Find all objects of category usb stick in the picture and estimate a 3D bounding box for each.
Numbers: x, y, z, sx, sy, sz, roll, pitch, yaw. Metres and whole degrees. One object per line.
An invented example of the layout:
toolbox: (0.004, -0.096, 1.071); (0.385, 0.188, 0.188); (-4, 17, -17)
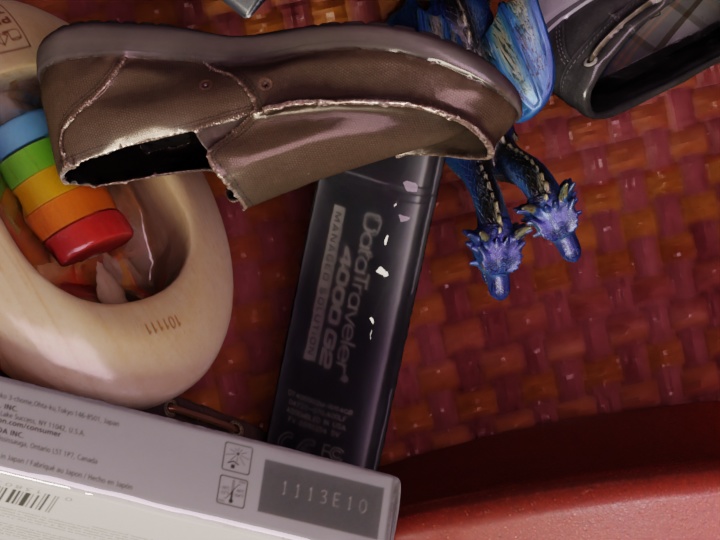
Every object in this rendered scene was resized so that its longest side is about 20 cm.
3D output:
usb stick: (0.000, 0.000, 1.238); (0.055, 0.033, 0.201); (17, 107, 19)

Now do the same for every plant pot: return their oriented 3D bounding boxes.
plant pot: (0.090, 0.164, 1.255); (0.175, 0.200, 0.201); (1, 94, -4)

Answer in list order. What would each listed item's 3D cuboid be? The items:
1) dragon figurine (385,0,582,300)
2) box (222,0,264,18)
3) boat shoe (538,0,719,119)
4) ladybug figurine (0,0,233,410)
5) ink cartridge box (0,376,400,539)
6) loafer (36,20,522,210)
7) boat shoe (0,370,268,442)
dragon figurine: (0.049, -0.090, 1.261); (0.059, 0.099, 0.201); (-14, 98, -14)
box: (-0.059, -0.244, 1.165); (0.196, 0.124, 0.200); (36, 105, -3)
boat shoe: (0.169, -0.125, 1.294); (0.199, 0.066, 0.070); (-24, 137, -12)
ladybug figurine: (-0.133, -0.024, 1.208); (0.135, 0.072, 0.201); (-16, 70, -36)
ink cartridge box: (-0.103, 0.106, 1.209); (0.199, 0.174, 0.044); (15, 66, -13)
loafer: (-0.034, -0.055, 1.164); (0.199, 0.073, 0.071); (2, 72, 12)
boat shoe: (-0.127, 0.058, 1.251); (0.199, 0.072, 0.072); (23, 57, -15)
